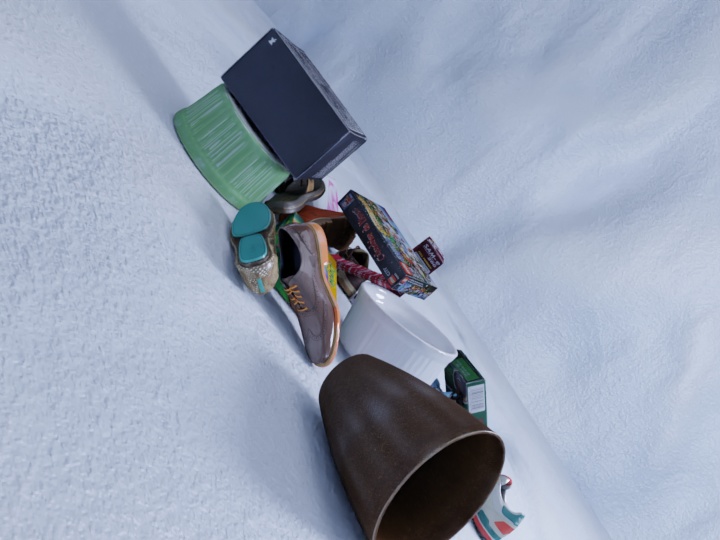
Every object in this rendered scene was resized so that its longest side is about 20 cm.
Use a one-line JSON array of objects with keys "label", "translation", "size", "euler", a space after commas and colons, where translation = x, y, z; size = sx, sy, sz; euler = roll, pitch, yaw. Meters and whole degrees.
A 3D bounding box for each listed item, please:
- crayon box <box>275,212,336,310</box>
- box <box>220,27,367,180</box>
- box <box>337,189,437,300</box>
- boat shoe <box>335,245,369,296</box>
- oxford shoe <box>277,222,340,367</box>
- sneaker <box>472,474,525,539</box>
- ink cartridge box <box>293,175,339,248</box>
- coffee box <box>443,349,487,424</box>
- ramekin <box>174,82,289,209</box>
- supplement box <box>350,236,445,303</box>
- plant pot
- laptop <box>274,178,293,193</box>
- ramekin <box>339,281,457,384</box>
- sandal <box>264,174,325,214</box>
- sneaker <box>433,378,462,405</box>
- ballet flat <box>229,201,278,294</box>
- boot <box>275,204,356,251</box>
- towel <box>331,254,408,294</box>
[{"label": "crayon box", "translation": [-0.094, -0.008, 1.156], "size": [0.119, 0.058, 0.201], "euler": [51, 11, -17]}, {"label": "box", "translation": [-0.103, -0.263, 1.189], "size": [0.202, 0.122, 0.198], "euler": [53, 10, 1]}, {"label": "box", "translation": [0.050, -0.045, 1.308], "size": [0.202, 0.038, 0.136], "euler": [58, 18, 25]}, {"label": "boat shoe", "translation": [-0.009, -0.012, 1.521], "size": [0.073, 0.071, 0.200], "euler": [51, 11, -13]}, {"label": "oxford shoe", "translation": [-0.080, 0.035, 1.002], "size": [0.072, 0.070, 0.205], "euler": [-1, 77, -51]}, {"label": "sneaker", "translation": [0.218, 0.374, 1.281], "size": [0.070, 0.093, 0.202], "euler": [40, 18, -53]}, {"label": "ink cartridge box", "translation": [-0.087, -0.155, 1.495], "size": [0.196, 0.042, 0.206], "euler": [7, 75, -76]}, {"label": "coffee box", "translation": [0.200, 0.269, 1.368], "size": [0.123, 0.043, 0.205], "euler": [-125, -154, -64]}, {"label": "ramekin", "translation": [-0.200, -0.204, 1.177], "size": [0.201, 0.097, 0.201], "euler": [52, 11, -14]}, {"label": "supplement box", "translation": [0.078, 0.017, 1.471], "size": [0.061, 0.198, 0.109], "euler": [52, 10, 0]}, {"label": "plant pot", "translation": [0.036, 0.197, 0.850], "size": [0.200, 0.187, 0.187], "euler": [43, 1, 41]}, {"label": "laptop", "translation": [-0.195, -0.227, 1.528], "size": [0.178, 0.103, 0.199], "euler": [51, -15, -23]}, {"label": "ramekin", "translation": [0.057, 0.118, 1.213], "size": [0.198, 0.099, 0.201], "euler": [34, 11, -7]}, {"label": "sandal", "translation": [-0.117, -0.146, 1.269], "size": [0.200, 0.080, 0.056], "euler": [-45, 131, -63]}, {"label": "sneaker", "translation": [0.148, 0.253, 1.325], "size": [0.201, 0.088, 0.080], "euler": [-88, 153, -71]}, {"label": "ballet flat", "translation": [-0.147, -0.029, 1.015], "size": [0.201, 0.069, 0.067], "euler": [-100, 179, -61]}, {"label": "boot", "translation": [-0.075, -0.091, 1.352], "size": [0.106, 0.076, 0.198], "euler": [33, 18, 26]}, {"label": "towel", "translation": [0.000, 0.000, 1.347], "size": [0.197, 0.023, 0.144], "euler": [21, 2, 27]}]
